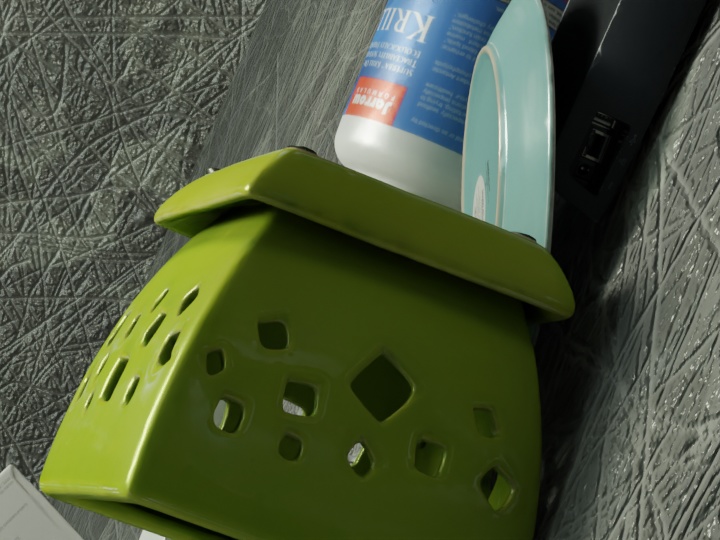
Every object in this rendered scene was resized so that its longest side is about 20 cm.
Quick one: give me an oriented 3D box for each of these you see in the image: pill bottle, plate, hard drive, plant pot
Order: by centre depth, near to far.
[{"bbox_3d":[-0.021,0.053,1.186,0.199,0.199,0.182,-10,61,71],"label":"plant pot"},{"bbox_3d":[0.139,-0.132,1.261,0.135,0.042,0.201,-110,43,-76],"label":"hard drive"},{"bbox_3d":[0.073,-0.048,1.282,0.200,0.025,0.201,-179,90,-84],"label":"plate"},{"bbox_3d":[0.051,-0.098,1.462,0.112,0.112,0.201,176,116,-79],"label":"pill bottle"}]

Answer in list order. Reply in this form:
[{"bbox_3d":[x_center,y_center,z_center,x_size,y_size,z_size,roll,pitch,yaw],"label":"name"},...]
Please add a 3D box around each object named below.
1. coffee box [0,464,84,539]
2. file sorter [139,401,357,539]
[{"bbox_3d":[-0.306,0.323,2.036,0.200,0.200,0.198,-44,-3,-30],"label":"coffee box"},{"bbox_3d":[-0.062,0.164,1.453,0.139,0.124,0.201,135,156,-68],"label":"file sorter"}]
